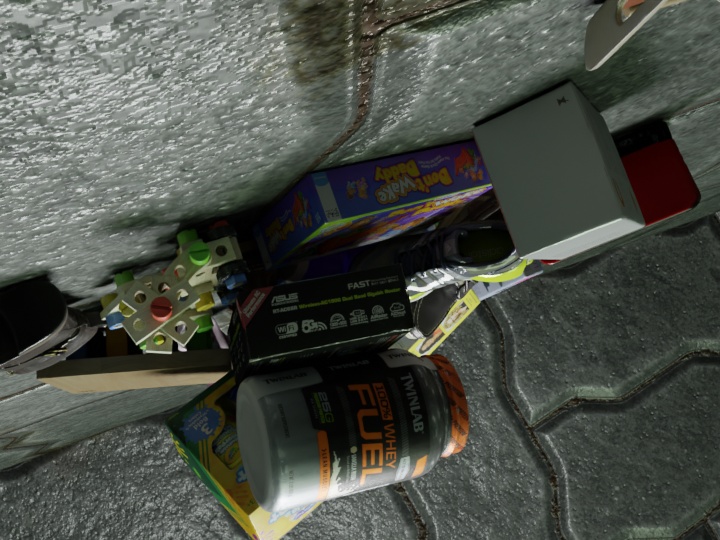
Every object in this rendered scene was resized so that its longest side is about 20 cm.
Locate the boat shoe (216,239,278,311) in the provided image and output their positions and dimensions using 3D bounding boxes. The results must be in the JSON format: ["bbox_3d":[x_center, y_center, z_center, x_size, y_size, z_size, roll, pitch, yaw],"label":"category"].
[{"bbox_3d":[-0.122,0.022,0.992,0.070,0.071,0.200,-20,174,-5],"label":"boat shoe"}]

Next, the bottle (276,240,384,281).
[{"bbox_3d":[0.000,0.000,1.014,0.198,0.066,0.083,10,152,-38],"label":"bottle"}]

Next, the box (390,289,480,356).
[{"bbox_3d":[0.048,0.079,1.107,0.200,0.075,0.050,-47,146,-1],"label":"box"}]

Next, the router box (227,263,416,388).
[{"bbox_3d":[-0.045,0.056,0.865,0.148,0.063,0.200,-9,168,-14],"label":"router box"}]

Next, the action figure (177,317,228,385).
[{"bbox_3d":[-0.165,0.139,1.266,0.134,0.199,0.149,-52,178,-36],"label":"action figure"}]

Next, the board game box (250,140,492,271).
[{"bbox_3d":[0.014,-0.061,0.853,0.198,0.045,0.134,-16,171,-32],"label":"board game box"}]

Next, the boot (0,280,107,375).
[{"bbox_3d":[-0.329,0.076,0.818,0.198,0.070,0.174,-21,172,-13],"label":"boot"}]

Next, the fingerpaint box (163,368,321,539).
[{"bbox_3d":[-0.079,0.163,0.968,0.199,0.166,0.074,-36,137,-22],"label":"fingerpaint box"}]

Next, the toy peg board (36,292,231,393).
[{"bbox_3d":[-0.247,0.077,1.042,0.196,0.099,0.200,-3,168,-8],"label":"toy peg board"}]

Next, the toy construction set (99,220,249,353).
[{"bbox_3d":[-0.166,0.018,0.807,0.130,0.093,0.200,-18,-177,-16],"label":"toy construction set"}]

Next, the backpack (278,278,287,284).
[{"bbox_3d":[-0.072,0.091,1.194,0.152,0.203,0.190,12,179,27],"label":"backpack"}]

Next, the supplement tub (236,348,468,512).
[{"bbox_3d":[-0.007,0.142,0.845,0.197,0.124,0.122,-10,169,-21],"label":"supplement tub"}]

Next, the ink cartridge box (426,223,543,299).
[{"bbox_3d":[0.143,-0.021,1.192,0.042,0.121,0.200,-18,173,-31],"label":"ink cartridge box"}]

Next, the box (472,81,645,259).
[{"bbox_3d":[0.193,-0.085,0.863,0.096,0.126,0.200,-22,172,21],"label":"box"}]

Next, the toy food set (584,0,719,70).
[{"bbox_3d":[0.248,-0.185,0.557,0.197,0.061,0.144,-18,172,-13],"label":"toy food set"}]

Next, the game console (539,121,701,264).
[{"bbox_3d":[0.308,-0.091,1.150,0.198,0.120,0.172,-22,172,15],"label":"game console"}]

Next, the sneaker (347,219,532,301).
[{"bbox_3d":[0.079,-0.017,0.930,0.197,0.075,0.081,-15,166,5],"label":"sneaker"}]

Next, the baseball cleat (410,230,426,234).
[{"bbox_3d":[0.063,-0.004,1.154,0.069,0.108,0.200,-16,171,11],"label":"baseball cleat"}]

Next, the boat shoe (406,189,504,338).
[{"bbox_3d":[0.107,-0.012,0.999,0.064,0.072,0.201,13,-118,42],"label":"boat shoe"}]

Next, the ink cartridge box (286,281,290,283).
[{"bbox_3d":[-0.011,0.017,1.140,0.037,0.096,0.199,-26,171,35],"label":"ink cartridge box"}]
